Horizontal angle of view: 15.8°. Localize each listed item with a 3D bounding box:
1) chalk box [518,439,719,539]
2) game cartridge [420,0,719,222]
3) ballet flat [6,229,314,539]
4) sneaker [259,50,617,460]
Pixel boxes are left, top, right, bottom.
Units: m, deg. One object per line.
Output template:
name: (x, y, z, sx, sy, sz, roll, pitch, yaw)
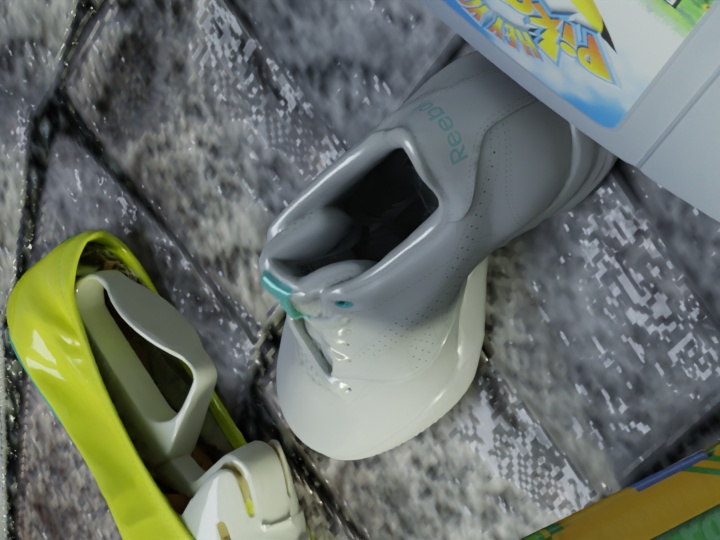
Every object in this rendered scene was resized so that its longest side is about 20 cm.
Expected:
chalk box: (0.061, 0.132, 0.699, 0.124, 0.200, 0.125, -36, 79, 53)
game cartridge: (0.051, -0.094, 0.660, 0.200, 0.040, 0.133, 40, 162, 4)
ballet flat: (-0.063, 0.069, 0.946, 0.200, 0.067, 0.067, 55, 129, 19)
sneaker: (0.000, 0.000, 0.804, 0.075, 0.088, 0.200, 52, 142, 18)
